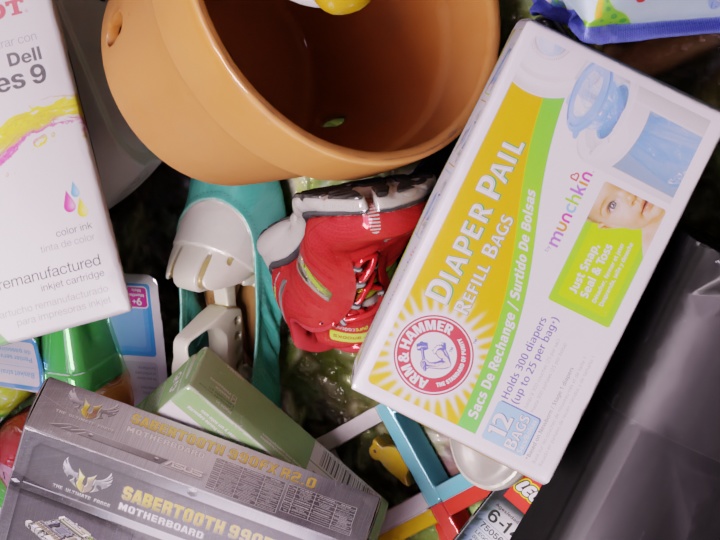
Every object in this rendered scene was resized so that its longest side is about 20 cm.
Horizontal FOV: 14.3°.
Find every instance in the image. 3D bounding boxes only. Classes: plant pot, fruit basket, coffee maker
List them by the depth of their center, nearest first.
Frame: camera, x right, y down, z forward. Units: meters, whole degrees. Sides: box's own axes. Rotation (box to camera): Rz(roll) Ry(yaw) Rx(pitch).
[{"bbox_3d":[0.158,0.087,1.409,0.134,0.192,0.200,26,96,14],"label":"coffee maker"},{"bbox_3d":[-0.045,-0.129,1.515,0.140,0.200,0.200,-27,89,50],"label":"plant pot"},{"bbox_3d":[-0.193,0.089,1.713,0.185,0.094,0.201,8,108,29],"label":"fruit basket"}]

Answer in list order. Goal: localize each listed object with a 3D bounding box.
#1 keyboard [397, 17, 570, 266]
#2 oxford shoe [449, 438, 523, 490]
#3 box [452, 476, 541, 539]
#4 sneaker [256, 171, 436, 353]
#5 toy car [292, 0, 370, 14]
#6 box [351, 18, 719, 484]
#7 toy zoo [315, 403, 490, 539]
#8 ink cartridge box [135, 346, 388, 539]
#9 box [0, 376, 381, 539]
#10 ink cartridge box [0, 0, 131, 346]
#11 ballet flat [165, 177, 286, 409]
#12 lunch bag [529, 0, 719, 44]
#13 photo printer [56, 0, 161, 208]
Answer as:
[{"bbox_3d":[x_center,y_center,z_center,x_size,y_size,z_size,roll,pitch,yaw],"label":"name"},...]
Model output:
[{"bbox_3d":[0.077,-0.036,1.560,0.200,0.040,0.104,-51,53,33],"label":"keyboard"},{"bbox_3d":[0.068,0.018,1.501,0.075,0.058,0.201,16,106,36],"label":"oxford shoe"},{"bbox_3d":[0.137,0.198,1.560,0.200,0.040,0.137,39,121,6],"label":"box"},{"bbox_3d":[0.000,0.000,1.534,0.200,0.077,0.085,135,125,-73],"label":"sneaker"},{"bbox_3d":[0.000,-0.229,1.363,0.150,0.175,0.201,-19,84,-3],"label":"toy car"},{"bbox_3d":[0.084,-0.011,1.408,0.112,0.101,0.200,25,94,-2],"label":"box"},{"bbox_3d":[0.049,0.128,1.622,0.200,0.020,0.131,-32,87,34],"label":"toy zoo"},{"bbox_3d":[-0.102,0.150,1.648,0.145,0.048,0.200,41,123,-14],"label":"ink cartridge box"},{"bbox_3d":[-0.106,0.162,1.598,0.199,0.048,0.159,19,126,1],"label":"box"},{"bbox_3d":[-0.219,-0.057,1.572,0.145,0.088,0.201,-14,94,-6],"label":"ink cartridge box"},{"bbox_3d":[-0.079,0.019,1.638,0.067,0.070,0.201,7,107,30],"label":"ballet flat"},{"bbox_3d":[0.183,-0.203,1.368,0.199,0.127,0.171,-6,105,-12],"label":"lunch bag"},{"bbox_3d":[-0.208,-0.118,1.677,0.166,0.069,0.200,-20,93,33],"label":"photo printer"}]
